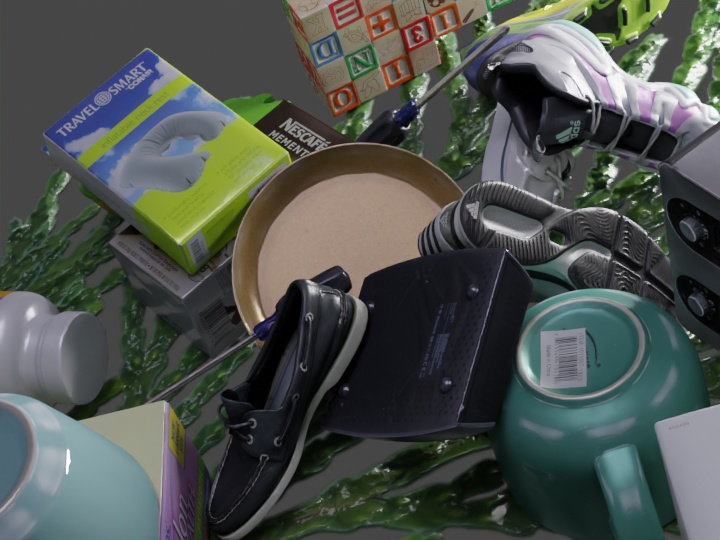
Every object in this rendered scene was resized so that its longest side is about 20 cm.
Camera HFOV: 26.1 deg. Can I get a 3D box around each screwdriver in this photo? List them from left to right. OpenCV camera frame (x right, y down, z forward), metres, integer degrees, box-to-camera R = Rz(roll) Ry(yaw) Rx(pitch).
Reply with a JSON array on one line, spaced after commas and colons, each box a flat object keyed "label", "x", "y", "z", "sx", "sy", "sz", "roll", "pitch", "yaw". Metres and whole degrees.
[{"label": "screwdriver", "x": -0.092, "y": 0.058, "z": 1.166, "sx": 0.199, "sy": 0.029, "sz": 0.028, "roll": -34, "pitch": 85, "yaw": -3}, {"label": "screwdriver", "x": 0.055, "y": -0.148, "z": 1.284, "sx": 0.200, "sy": 0.029, "sz": 0.028, "roll": -44, "pitch": 19, "yaw": 44}]

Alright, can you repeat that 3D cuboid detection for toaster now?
[{"label": "toaster", "x": 0.313, "y": -0.040, "z": 1.065, "sx": 0.199, "sy": 0.181, "sz": 0.119, "roll": -35, "pitch": 51, "yaw": -14}]

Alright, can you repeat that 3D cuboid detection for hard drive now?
[{"label": "hard drive", "x": 0.045, "y": 0.057, "z": 1.080, "sx": 0.200, "sy": 0.042, "sz": 0.136, "roll": -12, "pitch": 58, "yaw": 62}]

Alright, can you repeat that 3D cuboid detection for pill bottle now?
[{"label": "pill bottle", "x": -0.308, "y": 0.068, "z": 1.258, "sx": 0.198, "sy": 0.105, "sz": 0.105, "roll": 0, "pitch": 48, "yaw": 22}]

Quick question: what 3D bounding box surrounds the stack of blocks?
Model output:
[{"label": "stack of blocks", "x": 0.037, "y": -0.239, "z": 1.409, "sx": 0.199, "sy": 0.116, "sz": 0.059, "roll": -28, "pitch": 44, "yaw": -7}]

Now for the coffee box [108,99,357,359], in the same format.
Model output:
[{"label": "coffee box", "x": -0.092, "y": -0.037, "z": 1.291, "sx": 0.200, "sy": 0.080, "sz": 0.113, "roll": -41, "pitch": 47, "yaw": -18}]

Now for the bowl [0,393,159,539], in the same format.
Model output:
[{"label": "bowl", "x": -0.241, "y": 0.160, "z": 1.005, "sx": 0.199, "sy": 0.105, "sz": 0.202, "roll": -11, "pitch": 46, "yaw": 11}]

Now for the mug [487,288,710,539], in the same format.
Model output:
[{"label": "mug", "x": 0.167, "y": 0.094, "z": 1.037, "sx": 0.152, "sy": 0.115, "sz": 0.185, "roll": -41, "pitch": 46, "yaw": -19}]

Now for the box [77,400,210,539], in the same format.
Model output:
[{"label": "box", "x": -0.214, "y": 0.208, "z": 1.092, "sx": 0.198, "sy": 0.097, "sz": 0.177, "roll": -15, "pitch": 44, "yaw": 9}]

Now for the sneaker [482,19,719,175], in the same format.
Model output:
[{"label": "sneaker", "x": 0.182, "y": -0.109, "z": 1.204, "sx": 0.199, "sy": 0.078, "sz": 0.140, "roll": 33, "pitch": 41, "yaw": 20}]

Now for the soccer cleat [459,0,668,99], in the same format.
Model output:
[{"label": "soccer cleat", "x": 0.178, "y": -0.219, "z": 1.372, "sx": 0.199, "sy": 0.065, "sz": 0.084, "roll": -27, "pitch": 37, "yaw": -6}]

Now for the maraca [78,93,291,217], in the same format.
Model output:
[{"label": "maraca", "x": -0.155, "y": -0.110, "z": 1.368, "sx": 0.199, "sy": 0.108, "sz": 0.137, "roll": -27, "pitch": 27, "yaw": -18}]

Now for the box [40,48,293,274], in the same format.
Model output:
[{"label": "box", "x": -0.163, "y": -0.097, "z": 1.260, "sx": 0.200, "sy": 0.048, "sz": 0.122, "roll": 37, "pitch": 68, "yaw": 28}]

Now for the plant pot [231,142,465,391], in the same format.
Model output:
[{"label": "plant pot", "x": 0.000, "y": 0.000, "z": 1.203, "sx": 0.198, "sy": 0.028, "sz": 0.202, "roll": -1, "pitch": 73, "yaw": 2}]

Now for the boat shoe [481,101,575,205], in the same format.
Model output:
[{"label": "boat shoe", "x": 0.139, "y": -0.083, "z": 1.249, "sx": 0.065, "sy": 0.074, "sz": 0.201, "roll": -8, "pitch": 47, "yaw": 20}]

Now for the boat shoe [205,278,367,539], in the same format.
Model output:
[{"label": "boat shoe", "x": -0.069, "y": 0.096, "z": 1.120, "sx": 0.200, "sy": 0.066, "sz": 0.074, "roll": -58, "pitch": 32, "yaw": -2}]

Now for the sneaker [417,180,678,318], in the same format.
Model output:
[{"label": "sneaker", "x": 0.132, "y": -0.003, "z": 1.145, "sx": 0.115, "sy": 0.199, "sz": 0.076, "roll": -25, "pitch": 47, "yaw": 59}]

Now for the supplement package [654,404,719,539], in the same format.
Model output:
[{"label": "supplement package", "x": 0.246, "y": 0.173, "z": 0.868, "sx": 0.116, "sy": 0.201, "sz": 0.117, "roll": -16, "pitch": 44, "yaw": 6}]
